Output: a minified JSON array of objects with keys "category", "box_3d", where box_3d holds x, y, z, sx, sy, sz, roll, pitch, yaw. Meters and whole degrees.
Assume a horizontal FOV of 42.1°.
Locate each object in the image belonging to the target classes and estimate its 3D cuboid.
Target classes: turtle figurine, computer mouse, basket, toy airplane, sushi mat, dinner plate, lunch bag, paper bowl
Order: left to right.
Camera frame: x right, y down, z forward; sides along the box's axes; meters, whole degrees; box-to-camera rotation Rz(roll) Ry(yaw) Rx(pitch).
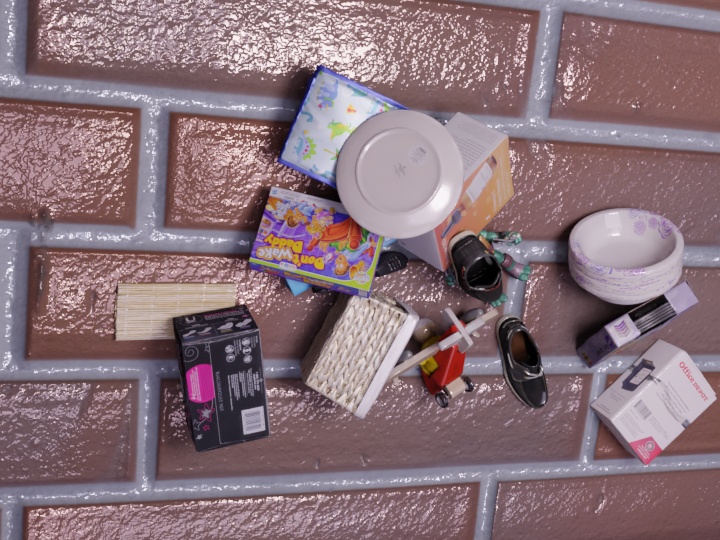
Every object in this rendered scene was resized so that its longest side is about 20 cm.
[{"category":"sushi mat","box_3d":[-0.306,0.068,1.549,0.199,0.012,0.096,0,105,-19]},{"category":"lunch bag","box_3d":[-0.020,-0.216,1.510,0.199,0.127,0.171,20,97,-32]},{"category":"basket","box_3d":[-0.007,0.127,1.595,0.123,0.136,0.201,29,94,-11]},{"category":"computer mouse","box_3d":[0.000,0.000,1.586,0.199,0.058,0.034,-19,104,-37]},{"category":"dinner plate","box_3d":[0.059,-0.150,1.430,0.199,0.024,0.202,-1,84,5]},{"category":"toy airplane","box_3d":[0.140,0.130,1.645,0.200,0.141,0.200,-52,147,13]},{"category":"turtle figurine","box_3d":[0.217,-0.028,1.652,0.149,0.101,0.200,-35,130,13]},{"category":"paper bowl","box_3d":[0.478,-0.017,1.690,0.200,0.201,0.105,-21,128,-12]}]

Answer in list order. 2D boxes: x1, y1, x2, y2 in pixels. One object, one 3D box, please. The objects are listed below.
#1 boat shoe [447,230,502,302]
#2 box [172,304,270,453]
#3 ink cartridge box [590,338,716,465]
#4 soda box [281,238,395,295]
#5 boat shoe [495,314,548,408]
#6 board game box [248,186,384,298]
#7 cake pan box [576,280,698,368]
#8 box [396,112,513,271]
[{"category":"boat shoe","box_3d":[0.200,0.009,1.561,0.073,0.063,0.202,-34,147,1]},{"category":"box","box_3d":[-0.228,0.175,1.541,0.131,0.115,0.201,-10,113,-17]},{"category":"ink cartridge box","box_3d":[0.583,0.260,1.857,0.200,0.084,0.145,-43,113,-3]},{"category":"soda box","box_3d":[-0.046,-0.039,1.580,0.199,0.064,0.068,-29,111,-10]},{"category":"boat shoe","box_3d":[0.310,0.181,1.756,0.072,0.068,0.201,-27,112,-12]},{"category":"board game box","box_3d":[-0.065,-0.046,1.512,0.199,0.045,0.135,13,72,4]},{"category":"cake pan box","box_3d":[0.514,0.103,1.741,0.183,0.200,0.052,-29,75,-12]},{"category":"box","box_3d":[0.149,-0.130,1.543,0.200,0.106,0.153,-47,148,-18]}]
